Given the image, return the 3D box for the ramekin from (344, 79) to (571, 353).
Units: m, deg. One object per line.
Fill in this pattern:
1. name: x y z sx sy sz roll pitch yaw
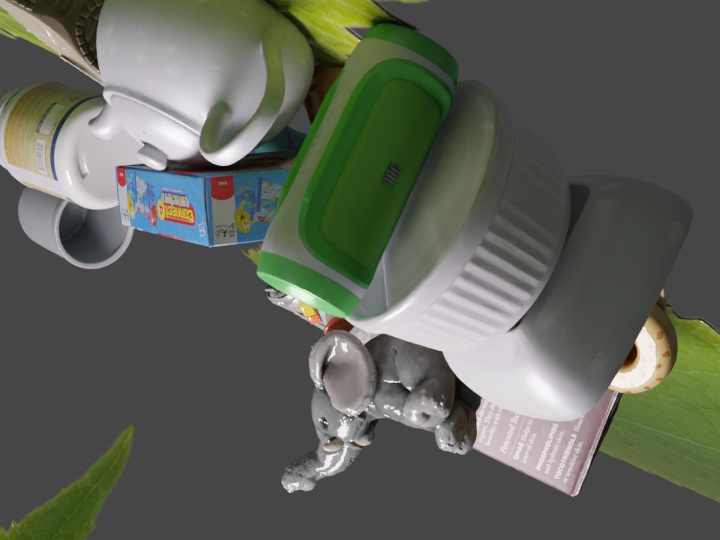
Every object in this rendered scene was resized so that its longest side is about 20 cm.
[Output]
1. ramekin: 0.072 -0.032 0.972 0.093 0.205 0.202 27 172 -24

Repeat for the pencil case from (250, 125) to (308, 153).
1. pencil case: -0.146 -0.147 1.315 0.199 0.085 0.093 31 -165 -27

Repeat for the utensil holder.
1. utensil holder: -0.568 -0.105 2.564 0.169 0.172 0.199 32 171 -38

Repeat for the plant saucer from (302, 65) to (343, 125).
1. plant saucer: 0.031 -0.116 1.148 0.198 0.038 0.200 26 171 4

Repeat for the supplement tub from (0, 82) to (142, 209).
1. supplement tub: -0.387 -0.169 1.706 0.198 0.146 0.144 19 169 41

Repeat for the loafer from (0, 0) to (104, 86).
1. loafer: -0.260 -0.231 1.213 0.199 0.076 0.068 37 171 -10

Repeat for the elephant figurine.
1. elephant figurine: 0.008 0.115 1.248 0.197 0.156 0.142 -4 134 25

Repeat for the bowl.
1. bowl: 0.144 0.007 1.006 0.074 0.201 0.199 33 170 -23

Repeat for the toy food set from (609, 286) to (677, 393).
1. toy food set: 0.180 0.029 1.174 0.196 0.049 0.202 -10 115 33

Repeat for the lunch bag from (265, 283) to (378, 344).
1. lunch bag: 0.000 0.000 1.491 0.199 0.170 0.139 30 171 -30

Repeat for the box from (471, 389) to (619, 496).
1. box: 0.177 0.092 1.337 0.198 0.166 0.166 23 -154 15

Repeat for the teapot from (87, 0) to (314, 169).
1. teapot: -0.139 -0.152 1.063 0.195 0.148 0.200 24 171 7

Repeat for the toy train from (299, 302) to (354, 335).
1. toy train: 0.024 0.011 1.238 0.148 0.056 0.201 9 140 -25

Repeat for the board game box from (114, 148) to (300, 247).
1. board game box: -0.087 -0.069 1.137 0.198 0.057 0.195 -8 -169 -30

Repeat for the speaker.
1. speaker: -0.001 -0.073 0.934 0.087 0.202 0.088 24 172 4
